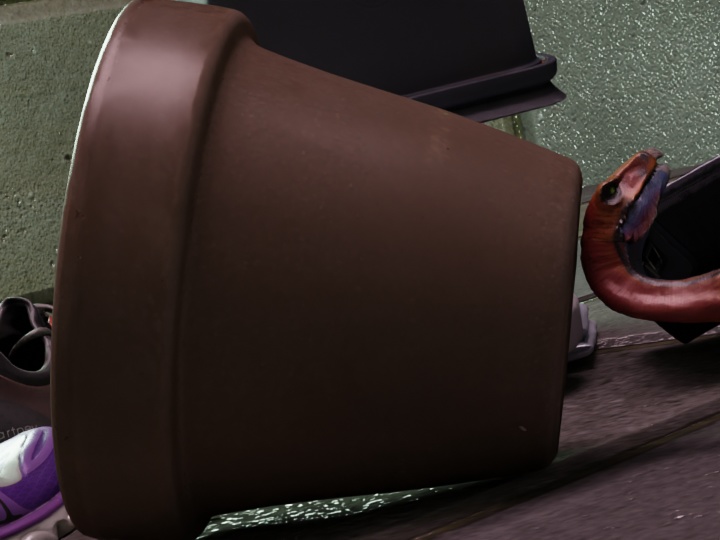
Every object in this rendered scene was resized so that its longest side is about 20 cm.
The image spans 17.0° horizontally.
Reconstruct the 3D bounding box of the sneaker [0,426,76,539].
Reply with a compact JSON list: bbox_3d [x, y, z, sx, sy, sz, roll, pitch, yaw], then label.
[{"bbox_3d":[-0.181,0.085,0.881,0.199,0.084,0.080,-15,0,-43],"label":"sneaker"}]

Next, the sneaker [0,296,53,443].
[{"bbox_3d":[-0.139,0.048,1.134,0.076,0.083,0.200,-12,4,12],"label":"sneaker"}]

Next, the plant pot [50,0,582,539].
[{"bbox_3d":[-0.008,0.006,0.890,0.173,0.202,0.200,5,5,6],"label":"plant pot"}]

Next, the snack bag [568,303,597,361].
[{"bbox_3d":[0.028,0.051,1.279,0.198,0.022,0.189,-12,2,5],"label":"snack bag"}]

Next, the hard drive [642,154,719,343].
[{"bbox_3d":[0.183,-0.021,1.100,0.134,0.043,0.200,-29,-14,0],"label":"hard drive"}]

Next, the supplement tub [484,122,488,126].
[{"bbox_3d":[0.002,-0.024,1.361,0.131,0.133,0.200,-14,2,-20],"label":"supplement tub"}]

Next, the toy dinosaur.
[{"bbox_3d":[0.170,-0.010,0.831,0.180,0.106,0.200,-7,3,-3],"label":"toy dinosaur"}]

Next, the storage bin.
[{"bbox_3d":[-0.014,-0.137,1.199,0.198,0.136,0.145,-14,15,-22],"label":"storage bin"}]

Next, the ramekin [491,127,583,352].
[{"bbox_3d":[0.000,0.000,1.143,0.198,0.106,0.200,-12,6,1],"label":"ramekin"}]
